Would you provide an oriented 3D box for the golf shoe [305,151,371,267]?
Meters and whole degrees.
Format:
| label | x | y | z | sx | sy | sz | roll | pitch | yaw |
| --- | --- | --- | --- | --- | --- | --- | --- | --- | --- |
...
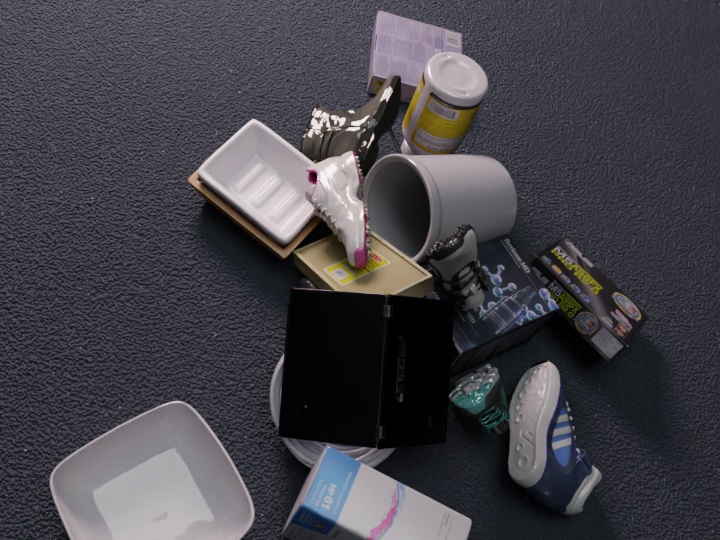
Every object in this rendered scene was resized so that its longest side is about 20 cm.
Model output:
| label | x | y | z | sx | sy | sz | roll | pitch | yaw |
| --- | --- | --- | --- | --- | --- | --- | --- | --- | --- |
| golf shoe | -0.032 | -0.085 | 1.076 | 0.090 | 0.076 | 0.202 | -8 | 54 | -2 |

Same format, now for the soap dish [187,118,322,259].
| label | x | y | z | sx | sy | sz | roll | pitch | yaw |
| --- | --- | --- | --- | --- | --- | --- | --- | --- | --- |
| soap dish | -0.146 | -0.124 | 1.156 | 0.199 | 0.081 | 0.158 | 38 | 65 | 8 |

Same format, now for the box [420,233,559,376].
| label | x | y | z | sx | sy | sz | roll | pitch | yaw |
| --- | --- | --- | --- | --- | --- | --- | --- | --- | --- |
| box | 0.176 | 0.056 | 1.136 | 0.198 | 0.107 | 0.149 | -20 | 66 | -27 |

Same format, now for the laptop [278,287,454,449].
| label | x | y | z | sx | sy | sz | roll | pitch | yaw |
| --- | --- | --- | --- | --- | --- | --- | --- | --- | --- |
| laptop | 0.013 | 0.125 | 0.954 | 0.198 | 0.115 | 0.190 | 7 | 86 | -42 |

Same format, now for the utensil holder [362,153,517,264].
| label | x | y | z | sx | sy | sz | roll | pitch | yaw |
| --- | --- | --- | --- | --- | --- | --- | --- | --- | --- |
| utensil holder | 0.125 | -0.101 | 1.162 | 0.198 | 0.170 | 0.171 | -10 | 61 | -39 |

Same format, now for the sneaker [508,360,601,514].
| label | x | y | z | sx | sy | sz | roll | pitch | yaw |
| --- | --- | --- | --- | --- | --- | --- | --- | --- | --- |
| sneaker | 0.289 | 0.250 | 1.067 | 0.146 | 0.080 | 0.202 | 36 | 50 | -22 |

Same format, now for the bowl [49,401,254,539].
| label | x | y | z | sx | sy | sz | roll | pitch | yaw |
| --- | --- | --- | --- | --- | --- | --- | --- | --- | --- |
| bowl | -0.248 | 0.285 | 0.886 | 0.198 | 0.075 | 0.201 | -27 | 69 | -29 |

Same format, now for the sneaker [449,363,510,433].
| label | x | y | z | sx | sy | sz | roll | pitch | yaw |
| --- | --- | --- | --- | --- | --- | --- | --- | --- | --- |
| sneaker | 0.179 | 0.186 | 1.023 | 0.077 | 0.200 | 0.092 | -32 | 83 | 11 |

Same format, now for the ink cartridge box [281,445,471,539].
| label | x | y | z | sx | sy | sz | roll | pitch | yaw |
| --- | --- | --- | --- | --- | --- | --- | --- | --- | --- |
| ink cartridge box | 0.017 | 0.317 | 0.903 | 0.198 | 0.145 | 0.085 | 26 | 55 | 0 |

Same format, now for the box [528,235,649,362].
| label | x | y | z | sx | sy | sz | roll | pitch | yaw |
| --- | --- | --- | --- | --- | --- | --- | --- | --- | --- |
| box | 0.370 | 0.041 | 1.205 | 0.200 | 0.044 | 0.160 | 48 | 33 | 14 |

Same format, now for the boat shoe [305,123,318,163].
| label | x | y | z | sx | sy | sz | roll | pitch | yaw |
| --- | --- | --- | --- | --- | --- | --- | --- | --- | --- |
| boat shoe | -0.047 | -0.194 | 1.248 | 0.073 | 0.067 | 0.202 | -5 | 61 | -20 |

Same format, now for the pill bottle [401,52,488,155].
| label | x | y | z | sx | sy | sz | roll | pitch | yaw |
| --- | --- | --- | --- | --- | --- | --- | --- | --- | --- |
| pill bottle | 0.135 | -0.265 | 1.266 | 0.110 | 0.201 | 0.113 | 8 | 57 | -12 |

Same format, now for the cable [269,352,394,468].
| label | x | y | z | sx | sy | sz | roll | pitch | yaw |
| --- | --- | --- | --- | --- | --- | --- | --- | --- | --- |
| cable | -0.024 | 0.169 | 0.988 | 0.199 | 0.069 | 0.201 | 36 | 81 | -7 |

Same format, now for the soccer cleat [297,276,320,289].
| label | x | y | z | sx | sy | sz | roll | pitch | yaw |
| --- | --- | --- | --- | --- | --- | --- | --- | --- | --- |
| soccer cleat | -0.055 | 0.099 | 1.067 | 0.080 | 0.068 | 0.201 | -21 | 69 | -21 |

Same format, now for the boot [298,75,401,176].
| label | x | y | z | sx | sy | sz | roll | pitch | yaw |
| --- | --- | --- | --- | --- | --- | --- | --- | --- | --- |
| boot | -0.018 | -0.253 | 1.201 | 0.129 | 0.068 | 0.202 | 18 | 66 | 17 |

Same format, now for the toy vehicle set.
| label | x | y | z | sx | sy | sz | roll | pitch | yaw |
| --- | --- | --- | --- | --- | --- | --- | --- | --- | --- |
| toy vehicle set | 0.000 | 0.000 | 1.062 | 0.123 | 0.027 | 0.200 | -24 | 36 | -22 |

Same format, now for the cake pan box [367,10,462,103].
| label | x | y | z | sx | sy | sz | roll | pitch | yaw |
| --- | --- | --- | --- | --- | --- | --- | --- | --- | --- |
| cake pan box | 0.109 | -0.414 | 1.442 | 0.182 | 0.052 | 0.202 | 12 | 57 | -12 |

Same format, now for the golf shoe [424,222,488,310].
| label | x | y | z | sx | sy | sz | roll | pitch | yaw |
| --- | --- | --- | --- | --- | --- | --- | --- | --- | --- |
| golf shoe | 0.140 | 0.001 | 0.982 | 0.077 | 0.200 | 0.095 | -34 | 76 | 3 |

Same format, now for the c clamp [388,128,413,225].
| label | x | y | z | sx | sy | sz | roll | pitch | yaw |
| --- | --- | --- | --- | --- | --- | --- | --- | --- | --- |
| c clamp | 0.031 | -0.114 | 1.212 | 0.200 | 0.027 | 0.172 | -47 | 112 | -31 |
